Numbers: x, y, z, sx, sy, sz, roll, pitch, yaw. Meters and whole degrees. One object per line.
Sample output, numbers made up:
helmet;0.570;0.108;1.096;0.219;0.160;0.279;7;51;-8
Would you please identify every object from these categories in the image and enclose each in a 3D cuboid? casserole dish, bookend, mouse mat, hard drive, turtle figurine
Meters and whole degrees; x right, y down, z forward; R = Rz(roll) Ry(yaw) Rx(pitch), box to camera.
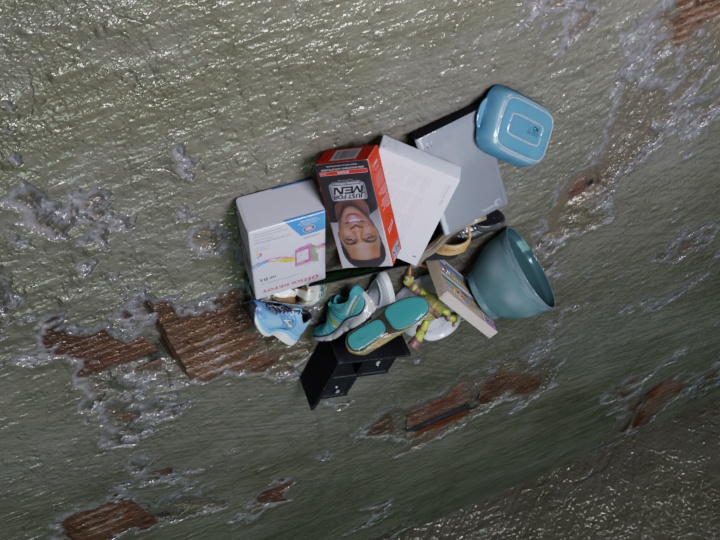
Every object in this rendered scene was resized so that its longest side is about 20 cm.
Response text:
casserole dish;0.282;-0.254;1.431;0.198;0.039;0.123;12;97;-43
bookend;-0.016;0.229;1.904;0.196;0.093;0.201;-3;142;-31
mouse mat;0.000;0.000;1.554;0.196;0.008;0.161;-13;-173;3
hard drive;0.180;-0.180;1.442;0.138;0.033;0.202;-27;122;-8
turtle figurine;0.152;0.095;1.746;0.199;0.064;0.162;39;91;-15

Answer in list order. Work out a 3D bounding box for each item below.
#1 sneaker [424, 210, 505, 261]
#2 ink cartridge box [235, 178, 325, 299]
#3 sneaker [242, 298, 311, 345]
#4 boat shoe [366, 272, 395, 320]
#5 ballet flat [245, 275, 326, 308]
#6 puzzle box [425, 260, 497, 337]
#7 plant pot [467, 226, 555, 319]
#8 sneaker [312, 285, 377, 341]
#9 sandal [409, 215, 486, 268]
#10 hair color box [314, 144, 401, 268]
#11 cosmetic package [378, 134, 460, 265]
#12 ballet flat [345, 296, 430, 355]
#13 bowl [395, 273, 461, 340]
sneaker;0.199;-0.070;1.669;0.196;0.061;0.105;-10;142;-13
ink cartridge box;-0.139;-0.053;1.442;0.142;0.085;0.201;-16;147;-14
sneaker;-0.167;0.085;1.641;0.090;0.079;0.200;-43;153;9
boat shoe;0.030;0.079;1.749;0.070;0.071;0.202;-17;147;-16
ballet flat;-0.134;0.043;1.580;0.198;0.075;0.074;6;136;-40
puzzle box;0.218;0.051;1.738;0.025;0.134;0.199;-36;132;21
plant pot;0.320;0.026;1.760;0.133;0.203;0.199;-32;147;22
sneaker;-0.041;0.092;1.724;0.199;0.080;0.077;-35;-179;43
sandal;0.175;-0.051;1.572;0.199;0.054;0.080;-37;174;33
hair color box;-0.002;-0.106;1.371;0.100;0.061;0.203;-3;121;22
cosmetic package;0.071;-0.120;1.417;0.149;0.052;0.202;23;127;-4
ballet flat;0.058;0.118;1.695;0.198;0.071;0.071;-29;148;-6
bowl;0.170;0.097;1.850;0.198;0.091;0.202;-18;145;-12
